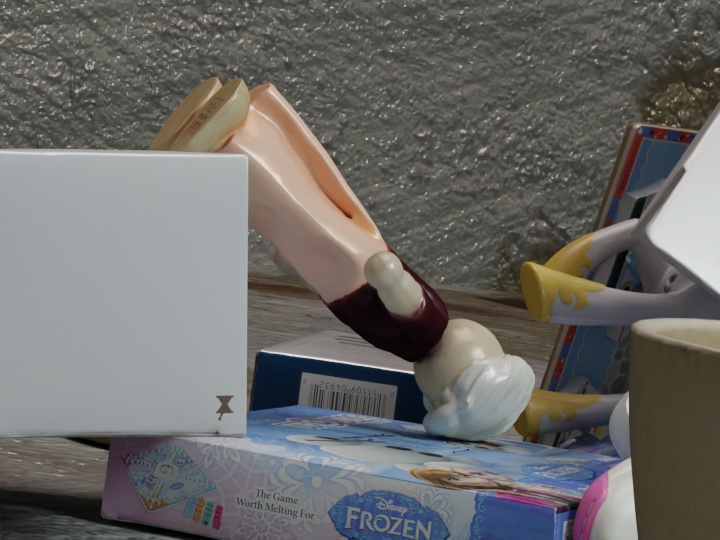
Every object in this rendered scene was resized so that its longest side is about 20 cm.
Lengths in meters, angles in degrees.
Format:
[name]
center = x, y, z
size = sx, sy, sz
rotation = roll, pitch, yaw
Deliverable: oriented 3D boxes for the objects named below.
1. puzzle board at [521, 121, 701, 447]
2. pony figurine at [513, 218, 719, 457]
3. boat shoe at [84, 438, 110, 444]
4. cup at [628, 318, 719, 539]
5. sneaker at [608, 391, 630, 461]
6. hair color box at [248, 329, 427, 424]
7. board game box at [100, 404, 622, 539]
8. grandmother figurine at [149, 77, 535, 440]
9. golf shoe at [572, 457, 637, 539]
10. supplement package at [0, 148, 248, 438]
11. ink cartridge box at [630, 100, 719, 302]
[puzzle board]
center = 0.159, 0.027, 1.514
size = 0.150, 0.201, 0.017
rotation = 4, 19, -44
[pony figurine]
center = 0.174, 0.052, 1.429
size = 0.199, 0.194, 0.166
rotation = -16, 11, -21
[boat shoe]
center = -0.128, 0.049, 1.545
size = 0.072, 0.068, 0.200
rotation = 7, 4, -38
[cup]
center = 0.150, 0.096, 0.686
size = 0.199, 0.144, 0.200
rotation = 8, 2, 0
[sneaker]
center = 0.174, 0.105, 1.300
size = 0.199, 0.082, 0.074
rotation = 18, 34, -34
[hair color box]
center = 0.007, 0.071, 1.566
size = 0.100, 0.061, 0.200
rotation = 9, 3, 9
[board game box]
center = 0.021, 0.096, 1.292
size = 0.198, 0.044, 0.200
rotation = 8, 3, 21
[grandmother figurine]
center = 0.000, 0.000, 1.302
size = 0.200, 0.061, 0.121
rotation = 44, -1, -17
[golf shoe]
center = 0.183, 0.111, 1.194
size = 0.199, 0.076, 0.091
rotation = 5, 7, -22
[supplement package]
center = -0.117, 0.009, 1.212
size = 0.113, 0.110, 0.200
rotation = 0, 0, -15
[ink cartridge box]
center = 0.206, -0.036, 1.375
size = 0.116, 0.200, 0.067
rotation = 37, -32, 1
